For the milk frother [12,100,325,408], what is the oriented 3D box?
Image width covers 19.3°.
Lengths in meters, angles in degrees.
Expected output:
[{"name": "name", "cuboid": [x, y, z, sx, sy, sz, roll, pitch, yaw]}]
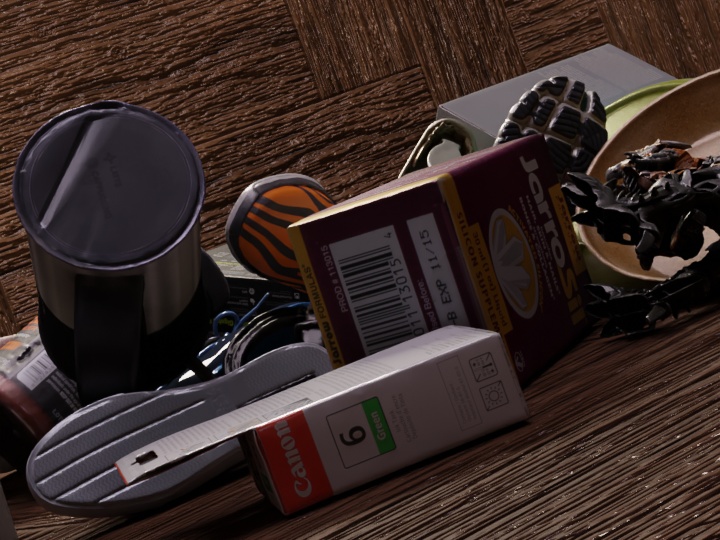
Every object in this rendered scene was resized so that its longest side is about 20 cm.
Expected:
[{"name": "milk frother", "cuboid": [-0.106, 0.005, 1.344, 0.200, 0.181, 0.188, -16, -24, -11]}]

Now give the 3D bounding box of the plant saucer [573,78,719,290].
[{"name": "plant saucer", "cuboid": [0.190, -0.063, 1.437, 0.200, 0.031, 0.200, -29, 34, 22]}]

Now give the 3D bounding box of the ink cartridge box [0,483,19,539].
[{"name": "ink cartridge box", "cuboid": [-0.328, 0.166, 1.321, 0.200, 0.084, 0.145, -22, 4, -19]}]

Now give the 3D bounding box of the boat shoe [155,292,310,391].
[{"name": "boat shoe", "cuboid": [-0.088, 0.065, 1.496, 0.069, 0.084, 0.200, -4, 10, 32]}]

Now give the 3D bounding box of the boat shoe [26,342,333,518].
[{"name": "boat shoe", "cuboid": [-0.101, 0.104, 1.264, 0.200, 0.072, 0.062, -18, -22, -15]}]

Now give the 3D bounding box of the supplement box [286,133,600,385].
[{"name": "supplement box", "cuboid": [0.055, 0.004, 1.254, 0.103, 0.131, 0.200, -17, 5, 24]}]

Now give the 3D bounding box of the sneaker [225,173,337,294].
[{"name": "sneaker", "cuboid": [0.000, 0.000, 1.451, 0.112, 0.078, 0.200, 32, 4, 39]}]

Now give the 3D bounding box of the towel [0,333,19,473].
[{"name": "towel", "cuboid": [-0.283, 0.110, 1.667, 0.200, 0.032, 0.191, -43, -19, 32]}]

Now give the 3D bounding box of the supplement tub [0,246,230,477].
[{"name": "supplement tub", "cuboid": [-0.188, 0.059, 1.552, 0.200, 0.107, 0.107, -44, 14, -26]}]

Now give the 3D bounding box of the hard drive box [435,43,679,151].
[{"name": "hard drive box", "cuboid": [0.139, -0.067, 1.596, 0.200, 0.156, 0.077, -23, 44, -40]}]

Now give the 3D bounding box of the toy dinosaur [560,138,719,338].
[{"name": "toy dinosaur", "cuboid": [0.195, -0.032, 1.215, 0.136, 0.102, 0.200, -23, 5, -18]}]

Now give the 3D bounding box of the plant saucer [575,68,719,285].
[{"name": "plant saucer", "cuboid": [0.233, -0.054, 1.319, 0.200, 0.035, 0.200, -21, 36, 16]}]

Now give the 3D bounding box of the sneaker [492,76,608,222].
[{"name": "sneaker", "cuboid": [0.099, -0.040, 1.417, 0.200, 0.077, 0.080, -64, 15, -11]}]

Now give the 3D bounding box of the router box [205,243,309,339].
[{"name": "router box", "cuboid": [-0.038, 0.016, 1.672, 0.200, 0.062, 0.150, 5, 18, 34]}]

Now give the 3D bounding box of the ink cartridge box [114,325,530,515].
[{"name": "ink cartridge box", "cuboid": [-0.022, 0.086, 1.085, 0.200, 0.050, 0.109, -22, 4, -9]}]

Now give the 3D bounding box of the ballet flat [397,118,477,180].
[{"name": "ballet flat", "cuboid": [0.033, -0.027, 1.400, 0.069, 0.069, 0.200, -18, 34, 38]}]
